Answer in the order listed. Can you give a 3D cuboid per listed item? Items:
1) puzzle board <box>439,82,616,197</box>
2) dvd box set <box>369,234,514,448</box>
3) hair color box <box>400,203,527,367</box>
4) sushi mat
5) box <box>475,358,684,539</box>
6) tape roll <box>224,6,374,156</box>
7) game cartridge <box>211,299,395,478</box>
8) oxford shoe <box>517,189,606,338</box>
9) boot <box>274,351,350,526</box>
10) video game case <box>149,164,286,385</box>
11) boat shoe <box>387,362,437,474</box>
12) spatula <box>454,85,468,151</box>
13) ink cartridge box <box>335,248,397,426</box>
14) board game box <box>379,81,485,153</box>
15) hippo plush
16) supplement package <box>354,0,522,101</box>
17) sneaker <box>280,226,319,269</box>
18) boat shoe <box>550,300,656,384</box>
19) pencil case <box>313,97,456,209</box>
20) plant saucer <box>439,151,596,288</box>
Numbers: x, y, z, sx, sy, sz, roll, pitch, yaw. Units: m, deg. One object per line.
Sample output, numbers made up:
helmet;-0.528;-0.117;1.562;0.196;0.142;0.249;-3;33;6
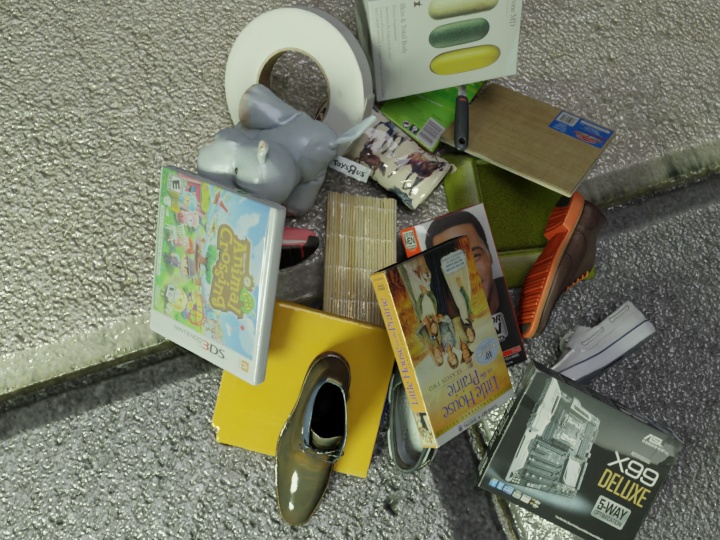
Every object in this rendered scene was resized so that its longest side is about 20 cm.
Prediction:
puzzle board;0.228;-0.181;1.060;0.197;0.018;0.151;28;54;24
dvd box set;0.097;0.077;0.891;0.144;0.029;0.205;-21;96;-38
hair color box;0.128;0.030;0.975;0.099;0.061;0.205;-18;92;-14
sushi mat;0.000;0.000;0.977;0.093;0.012;0.205;4;71;-8
box;0.259;0.224;0.933;0.196;0.050;0.161;26;100;0
tape roll;-0.079;-0.228;0.991;0.201;0.204;0.037;38;28;5
game cartridge;-0.066;0.135;0.923;0.195;0.032;0.181;15;92;-3
oxford shoe;0.259;0.000;0.986;0.071;0.071;0.204;27;78;-10
boot;-0.056;0.195;0.862;0.073;0.097;0.206;13;92;-4
video game case;-0.167;0.003;0.877;0.179;0.022;0.205;21;111;31
boat shoe;0.071;0.137;0.919;0.074;0.060;0.206;1;93;19
spatula;0.139;-0.247;1.077;0.055;0.021;0.204;9;58;-7
ink cartridge box;0.009;0.082;0.978;0.097;0.039;0.205;15;71;-5
board game box;0.116;-0.264;1.112;0.095;0.030;0.202;36;73;3
hippo plush;-0.105;-0.110;0.927;0.196;0.162;0.161;20;38;15
supplement package;0.097;-0.348;1.031;0.194;0.154;0.153;-11;51;-3
sneaker;-0.148;-0.053;0.976;0.194;0.074;0.089;-1;71;-10
boat shoe;0.289;0.105;1.008;0.197;0.074;0.066;-25;66;-22
pencil case;0.030;-0.166;1.039;0.199;0.078;0.090;39;88;4
plant saucer;0.220;-0.083;1.061;0.194;0.048;0.205;-6;74;-12
